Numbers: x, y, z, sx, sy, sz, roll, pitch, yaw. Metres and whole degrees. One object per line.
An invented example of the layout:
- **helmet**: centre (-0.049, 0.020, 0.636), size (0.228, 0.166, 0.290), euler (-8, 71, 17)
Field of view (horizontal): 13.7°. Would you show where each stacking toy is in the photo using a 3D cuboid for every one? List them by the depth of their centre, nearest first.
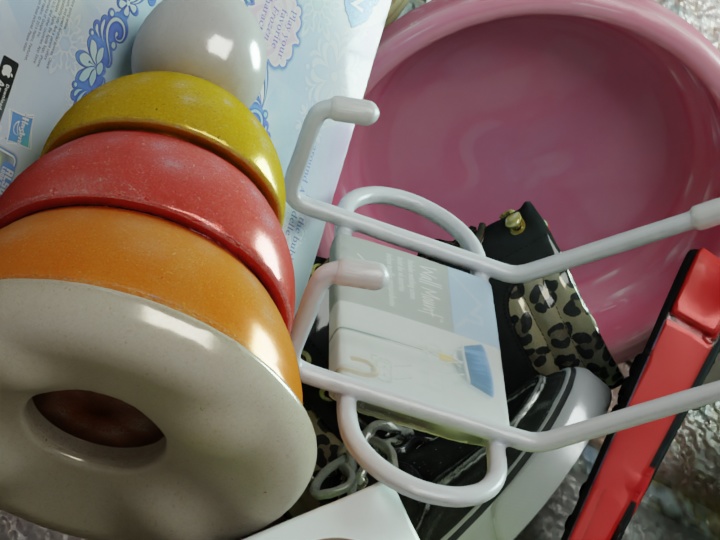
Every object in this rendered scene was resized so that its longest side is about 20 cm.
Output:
- **stacking toy**: centre (-0.069, -0.019, 1.028), size (0.146, 0.146, 0.201), euler (30, 54, -24)

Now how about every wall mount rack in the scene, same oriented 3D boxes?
- **wall mount rack**: centre (0.057, 0.009, 1.102), size (0.173, 0.075, 0.200), euler (16, 31, -12)

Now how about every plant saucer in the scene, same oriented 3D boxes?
- **plant saucer**: centre (0.073, -0.044, 1.300), size (0.200, 0.201, 0.051), euler (32, 28, -23)

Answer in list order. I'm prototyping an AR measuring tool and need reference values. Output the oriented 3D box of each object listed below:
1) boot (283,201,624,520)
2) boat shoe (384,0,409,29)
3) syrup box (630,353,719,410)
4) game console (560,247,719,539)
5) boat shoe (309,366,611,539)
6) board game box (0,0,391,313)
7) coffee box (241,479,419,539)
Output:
- **boot**: centre (0.001, 0.001, 1.230), size (0.204, 0.153, 0.073), euler (61, 6, -4)
- **boat shoe**: centre (0.002, -0.190, 1.289), size (0.071, 0.065, 0.201), euler (7, 63, 11)
- **syrup box**: centre (0.121, -0.031, 1.400), size (0.200, 0.079, 0.082), euler (39, 47, -17)
- **game console**: centre (0.103, 0.083, 1.222), size (0.031, 0.200, 0.177), euler (28, 85, 7)
- **boat shoe**: centre (0.010, 0.097, 1.176), size (0.068, 0.199, 0.074), euler (45, 19, -8)
- **board game box**: centre (-0.076, -0.087, 1.122), size (0.199, 0.043, 0.201), euler (32, 69, -45)
- **coffee box**: centre (-0.068, 0.216, 1.031), size (0.197, 0.200, 0.201), euler (-19, 81, -44)
